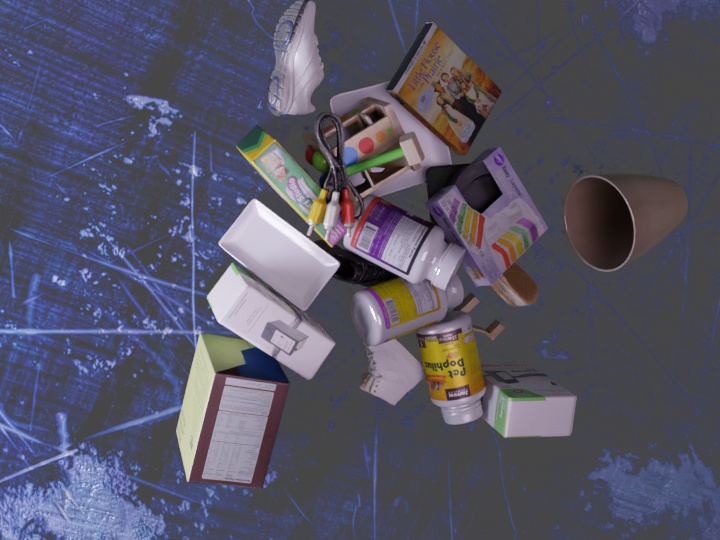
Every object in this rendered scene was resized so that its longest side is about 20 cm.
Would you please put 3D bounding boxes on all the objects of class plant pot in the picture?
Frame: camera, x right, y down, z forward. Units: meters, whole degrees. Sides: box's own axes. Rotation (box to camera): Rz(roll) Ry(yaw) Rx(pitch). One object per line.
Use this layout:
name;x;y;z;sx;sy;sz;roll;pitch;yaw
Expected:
plant pot;0.534;-0.112;1.765;0.199;0.187;0.188;-15;110;-28

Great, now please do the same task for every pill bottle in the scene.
pill bottle;0.080;-0.045;1.605;0.199;0.111;0.112;27;97;9
pill bottle;0.088;0.060;1.659;0.199;0.104;0.105;-18;111;-27
pill bottle;0.176;0.186;1.729;0.109;0.109;0.201;-16;100;-13

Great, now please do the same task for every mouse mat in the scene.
mouse mat;0.210;-0.120;1.694;0.199;0.008;0.162;-9;93;-31

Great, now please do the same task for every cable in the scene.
cable;-0.033;-0.148;1.440;0.097;0.050;0.201;1;106;-13

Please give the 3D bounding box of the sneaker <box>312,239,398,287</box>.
sneaker;0.000;0.000;1.662;0.199;0.091;0.076;8;103;-22

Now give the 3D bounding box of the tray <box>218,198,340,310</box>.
tray;-0.142;-0.028;1.597;0.200;0.022;0.108;37;86;9

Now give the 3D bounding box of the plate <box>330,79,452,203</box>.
plate;0.055;-0.243;1.639;0.199;0.032;0.201;-18;110;-11

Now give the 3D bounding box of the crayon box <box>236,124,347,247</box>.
crayon box;-0.113;-0.146;1.538;0.058;0.173;0.200;-44;114;-1

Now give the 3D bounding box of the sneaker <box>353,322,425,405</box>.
sneaker;0.032;0.177;1.733;0.116;0.074;0.200;-46;115;-4

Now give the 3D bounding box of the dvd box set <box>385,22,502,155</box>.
dvd box set;0.152;-0.322;1.617;0.200;0.029;0.147;36;80;-32

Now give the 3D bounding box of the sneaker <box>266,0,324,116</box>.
sneaker;-0.103;-0.361;1.544;0.087;0.074;0.201;2;112;-30

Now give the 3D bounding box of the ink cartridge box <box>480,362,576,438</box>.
ink cartridge box;0.306;0.250;1.773;0.145;0.200;0.084;1;103;-18

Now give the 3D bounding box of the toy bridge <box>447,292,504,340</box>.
toy bridge;0.203;0.075;1.782;0.067;0.027;0.200;-44;113;1

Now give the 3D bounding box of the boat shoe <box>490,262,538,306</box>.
boat shoe;0.255;-0.006;1.748;0.074;0.069;0.200;-40;93;-32

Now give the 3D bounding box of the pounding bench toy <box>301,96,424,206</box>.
pounding bench toy;0.003;-0.189;1.513;0.156;0.200;0.125;-32;112;-7

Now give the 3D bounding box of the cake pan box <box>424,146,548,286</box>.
cake pan box;0.234;-0.103;1.674;0.184;0.052;0.200;-41;106;-27

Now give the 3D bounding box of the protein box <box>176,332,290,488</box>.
protein box;-0.230;0.245;1.601;0.134;0.199;0.201;11;102;-20

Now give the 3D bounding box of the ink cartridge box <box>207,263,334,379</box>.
ink cartridge box;-0.159;0.089;1.599;0.200;0.145;0.084;36;92;-24
